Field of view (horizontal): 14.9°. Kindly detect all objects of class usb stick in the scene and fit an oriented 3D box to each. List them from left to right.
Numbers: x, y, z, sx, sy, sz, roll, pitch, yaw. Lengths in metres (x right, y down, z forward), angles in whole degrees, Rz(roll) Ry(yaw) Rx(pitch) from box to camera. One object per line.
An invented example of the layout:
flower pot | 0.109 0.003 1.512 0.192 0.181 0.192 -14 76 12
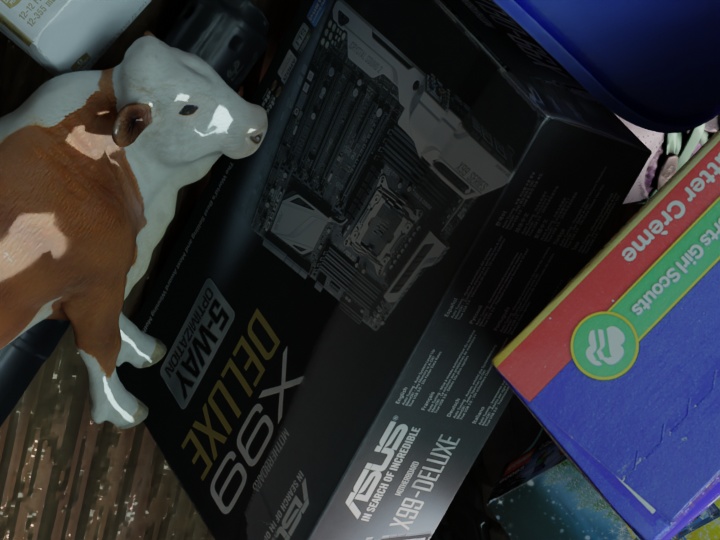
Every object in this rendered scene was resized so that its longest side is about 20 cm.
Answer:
usb stick | -0.099 -0.014 0.973 0.033 0.055 0.200 35 88 8

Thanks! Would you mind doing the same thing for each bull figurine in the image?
bull figurine | -0.119 0.003 0.902 0.200 0.065 0.122 -23 118 -11

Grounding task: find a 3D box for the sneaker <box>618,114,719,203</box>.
sneaker | 0.129 -0.062 1.017 0.200 0.087 0.075 -44 159 -46

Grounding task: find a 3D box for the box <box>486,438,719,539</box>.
box | 0.159 0.126 1.012 0.136 0.038 0.200 -32 99 25

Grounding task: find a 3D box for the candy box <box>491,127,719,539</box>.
candy box | 0.128 0.003 0.857 0.169 0.200 0.077 -44 82 1

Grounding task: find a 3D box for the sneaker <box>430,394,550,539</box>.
sneaker | 0.065 0.059 1.083 0.079 0.075 0.201 -24 119 -24

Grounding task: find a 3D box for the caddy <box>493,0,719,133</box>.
caddy | 0.080 -0.134 0.884 0.200 0.105 0.142 40 46 -32

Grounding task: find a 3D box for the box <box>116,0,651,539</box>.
box | 0.000 0.000 0.947 0.050 0.158 0.200 16 113 -34

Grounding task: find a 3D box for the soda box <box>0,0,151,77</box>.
soda box | -0.060 -0.160 0.912 0.200 0.068 0.064 -49 169 -3
